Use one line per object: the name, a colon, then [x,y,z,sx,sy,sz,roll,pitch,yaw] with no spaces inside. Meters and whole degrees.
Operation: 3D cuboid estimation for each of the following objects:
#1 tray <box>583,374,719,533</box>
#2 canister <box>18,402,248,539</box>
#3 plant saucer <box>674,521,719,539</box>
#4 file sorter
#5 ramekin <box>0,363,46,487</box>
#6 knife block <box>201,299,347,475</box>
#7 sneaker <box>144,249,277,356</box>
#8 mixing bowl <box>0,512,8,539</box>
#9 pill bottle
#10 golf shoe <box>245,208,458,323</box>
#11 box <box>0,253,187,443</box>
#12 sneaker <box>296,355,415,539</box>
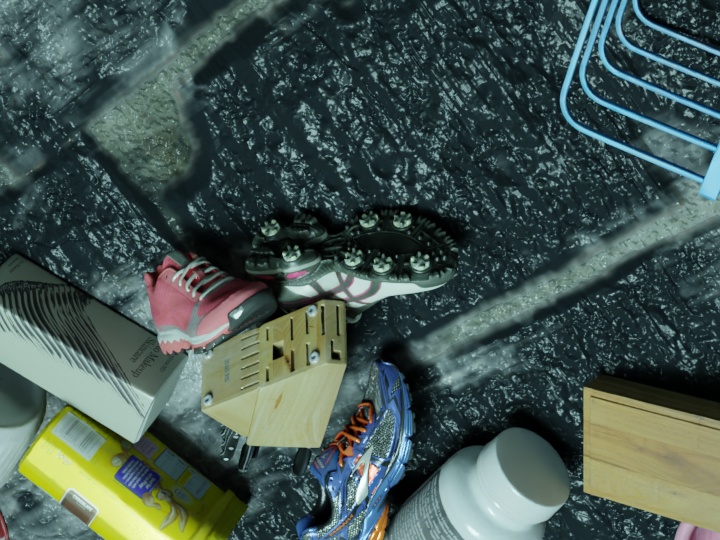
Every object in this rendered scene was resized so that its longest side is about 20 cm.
tray: [0.274,0.157,1.295,0.199,0.037,0.100,12,113,38]
canister: [-0.219,0.212,1.531,0.199,0.149,0.087,38,102,0]
plant saucer: [0.368,0.246,1.349,0.199,0.051,0.202,12,125,17]
file sorter: [0.228,-0.169,1.058,0.122,0.200,0.140,23,127,12]
ramekin: [-0.393,0.115,1.522,0.202,0.203,0.094,44,116,-7]
knife block: [-0.053,0.116,1.414,0.199,0.064,0.175,-23,143,28]
sneaker: [-0.145,0.023,1.392,0.200,0.073,0.087,-14,103,60]
mixing bowl: [-0.499,0.298,1.734,0.198,0.109,0.202,11,123,17]
pill bottle: [0.097,0.228,1.420,0.110,0.111,0.200,38,128,-3]
golf shoe: [0.000,0.000,1.356,0.198,0.078,0.088,3,137,30]
box: [-0.272,0.073,1.508,0.199,0.082,0.069,29,126,3]
sneaker: [-0.004,0.172,1.414,0.078,0.075,0.202,12,100,-16]
